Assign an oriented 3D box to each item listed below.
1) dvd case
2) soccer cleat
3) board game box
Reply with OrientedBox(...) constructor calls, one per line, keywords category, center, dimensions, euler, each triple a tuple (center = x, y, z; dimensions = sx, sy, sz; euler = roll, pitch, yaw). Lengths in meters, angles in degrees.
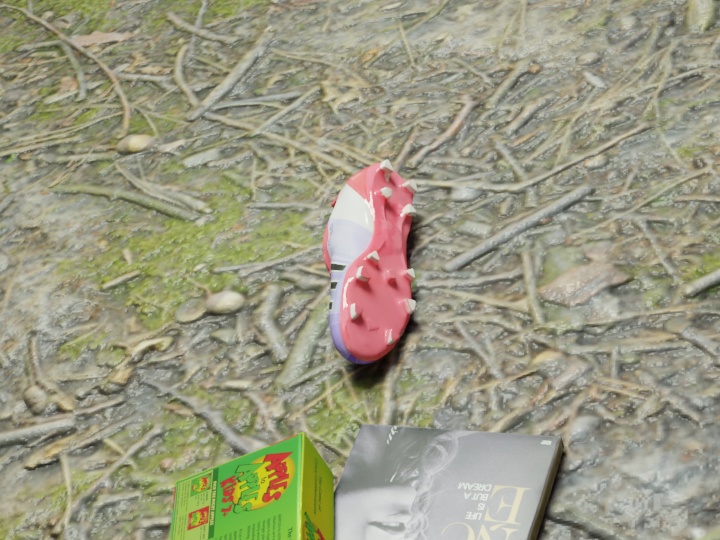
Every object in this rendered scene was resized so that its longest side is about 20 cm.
OrientedBox(category="dvd case", center=(0.037, 0.181, 1.046), dimensions=(0.148, 0.016, 0.201), euler=(1, 44, 25))
OrientedBox(category="soccer cleat", center=(0.000, 0.000, 1.249), dimensions=(0.076, 0.067, 0.201), euler=(-34, 34, 37))
OrientedBox(category="board game box", center=(-0.071, 0.202, 1.024), dimensions=(0.101, 0.048, 0.201), euler=(-22, 35, 15))
